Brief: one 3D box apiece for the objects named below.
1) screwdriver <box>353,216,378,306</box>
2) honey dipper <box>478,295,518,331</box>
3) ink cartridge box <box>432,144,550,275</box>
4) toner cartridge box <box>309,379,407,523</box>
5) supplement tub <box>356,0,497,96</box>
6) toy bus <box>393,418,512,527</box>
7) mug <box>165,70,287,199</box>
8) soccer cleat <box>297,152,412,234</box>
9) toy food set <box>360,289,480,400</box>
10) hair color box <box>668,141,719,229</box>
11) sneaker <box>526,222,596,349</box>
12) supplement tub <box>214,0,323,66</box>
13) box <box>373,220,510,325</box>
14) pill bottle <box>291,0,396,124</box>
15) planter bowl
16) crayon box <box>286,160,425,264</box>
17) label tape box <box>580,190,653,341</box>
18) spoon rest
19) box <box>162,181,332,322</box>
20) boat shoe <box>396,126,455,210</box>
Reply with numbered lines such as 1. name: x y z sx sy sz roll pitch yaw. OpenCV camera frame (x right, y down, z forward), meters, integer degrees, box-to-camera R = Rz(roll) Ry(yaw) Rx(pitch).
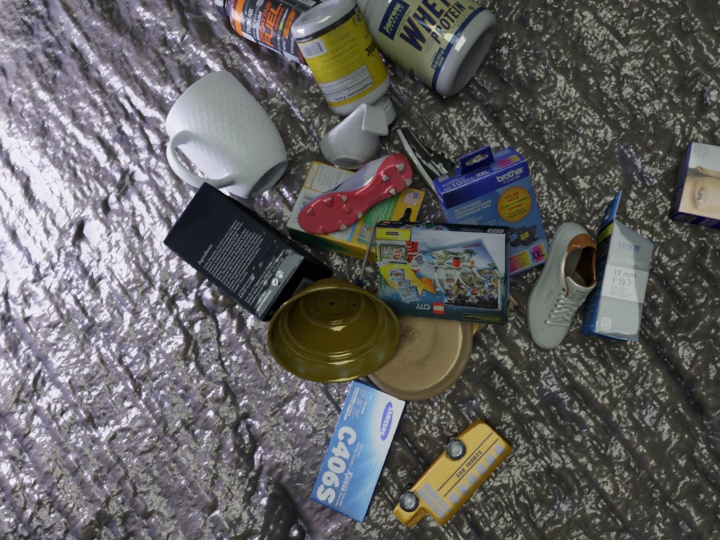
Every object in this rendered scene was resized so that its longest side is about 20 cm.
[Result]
1. screwdriver: 0.000 0.000 1.095 0.029 0.202 0.028 -6 40 -19
2. honey dipper: 0.165 0.108 1.110 0.200 0.038 0.038 -43 79 7
3. ink cartridge box: 0.194 -0.091 1.049 0.134 0.077 0.202 -22 113 3
4. toner cartridge box: -0.002 0.286 1.117 0.094 0.043 0.203 19 88 10
5. supplement tub: 0.101 -0.389 1.112 0.199 0.145 0.146 37 92 11
6. toy bus: 0.140 0.318 1.077 0.078 0.065 0.200 42 92 10
7. mug: -0.223 -0.200 1.135 0.176 0.200 0.148 47 138 5
8. soccer cleat: -0.009 -0.121 1.095 0.198 0.077 0.067 -29 118 2
9. toy food set: 0.084 0.102 1.102 0.195 0.049 0.203 16 86 24
10. hair color box: 0.577 -0.114 1.040 0.197 0.065 0.111 13 87 13
11. sneaker: 0.299 0.037 1.033 0.071 0.085 0.203 2 113 -10
12. supplement tub: -0.148 -0.432 1.183 0.198 0.107 0.108 27 90 12
13. box: 0.119 0.001 1.026 0.197 0.038 0.139 5 112 22
14. pill bottle: -0.019 -0.318 1.105 0.110 0.112 0.202 -25 120 7
15. planter bowl: -0.042 0.074 1.061 0.197 0.202 0.084 -16 39 8
16. crayon box: -0.006 -0.089 1.134 0.197 0.052 0.127 16 70 12
17. label tape box: 0.379 0.000 1.023 0.065 0.143 0.204 12 87 11
18. spoon rest: -0.003 -0.209 1.091 0.098 0.200 0.062 10 79 -16
19. box: -0.169 -0.019 1.099 0.199 0.197 0.118 35 90 12
20. boat shoe: 0.129 -0.153 1.121 0.060 0.074 0.202 -34 83 5
